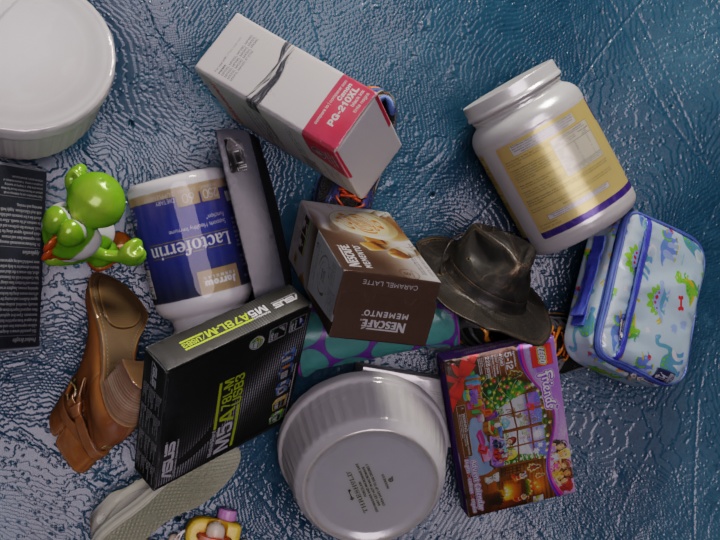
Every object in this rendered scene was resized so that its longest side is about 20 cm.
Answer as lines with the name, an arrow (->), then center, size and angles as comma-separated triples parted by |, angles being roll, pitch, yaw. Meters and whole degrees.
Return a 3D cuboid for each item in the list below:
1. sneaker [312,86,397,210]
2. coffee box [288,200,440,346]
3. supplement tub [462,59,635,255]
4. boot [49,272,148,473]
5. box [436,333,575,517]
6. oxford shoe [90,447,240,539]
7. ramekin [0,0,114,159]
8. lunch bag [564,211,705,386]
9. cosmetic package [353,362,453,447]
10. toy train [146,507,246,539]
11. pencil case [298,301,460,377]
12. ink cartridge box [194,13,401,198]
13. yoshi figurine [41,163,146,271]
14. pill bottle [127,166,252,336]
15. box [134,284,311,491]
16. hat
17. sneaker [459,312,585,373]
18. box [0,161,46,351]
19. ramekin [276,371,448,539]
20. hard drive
sneaker -> -0.005, -0.127, 1.501 | 0.075, 0.078, 0.200 | 14, 87, -12
coffee box -> 0.000, 0.000, 1.399 | 0.114, 0.200, 0.080 | 7, 112, -18
supplement tub -> 0.224, -0.136, 1.519 | 0.145, 0.145, 0.200 | -31, 97, -11
boot -> -0.299, 0.115, 1.434 | 0.077, 0.200, 0.155 | 10, 131, -45
box -> 0.174, 0.181, 1.503 | 0.137, 0.039, 0.200 | -12, 103, -9
oxford shoe -> -0.230, 0.254, 1.462 | 0.200, 0.058, 0.075 | -33, 133, -15
ramekin -> -0.370, -0.214, 1.375 | 0.202, 0.094, 0.203 | 5, 65, -11
lunch bag -> 0.336, 0.036, 1.549 | 0.161, 0.082, 0.200 | 25, 73, -29
cosmetic package -> 0.086, 0.167, 1.536 | 0.200, 0.051, 0.083 | 11, 93, -12
toy train -> -0.182, 0.363, 1.473 | 0.200, 0.056, 0.150 | -14, 93, -13
pencil case -> 0.017, 0.066, 1.494 | 0.200, 0.092, 0.085 | -11, 61, -4
ink cartridge box -> -0.068, -0.183, 1.414 | 0.200, 0.145, 0.084 | 33, 82, 20
yoshi figurine -> -0.285, -0.056, 1.369 | 0.112, 0.200, 0.112 | 7, 88, -2
pill bottle -> -0.187, -0.010, 1.441 | 0.116, 0.116, 0.200 | -15, 94, -12
box -> -0.153, 0.128, 1.390 | 0.193, 0.200, 0.048 | -26, 55, -37
hat -> 0.160, -0.003, 1.472 | 0.200, 0.201, 0.081 | 27, 114, -11
sneaker -> 0.212, 0.085, 1.552 | 0.200, 0.077, 0.078 | 9, 86, -14
box -> -0.431, -0.015, 1.360 | 0.148, 0.107, 0.200 | 3, 89, 20
ramekin -> 0.008, 0.223, 1.458 | 0.202, 0.094, 0.203 | -3, 116, -6
hard drive -> -0.119, -0.063, 1.444 | 0.042, 0.135, 0.200 | -13, 92, 2
